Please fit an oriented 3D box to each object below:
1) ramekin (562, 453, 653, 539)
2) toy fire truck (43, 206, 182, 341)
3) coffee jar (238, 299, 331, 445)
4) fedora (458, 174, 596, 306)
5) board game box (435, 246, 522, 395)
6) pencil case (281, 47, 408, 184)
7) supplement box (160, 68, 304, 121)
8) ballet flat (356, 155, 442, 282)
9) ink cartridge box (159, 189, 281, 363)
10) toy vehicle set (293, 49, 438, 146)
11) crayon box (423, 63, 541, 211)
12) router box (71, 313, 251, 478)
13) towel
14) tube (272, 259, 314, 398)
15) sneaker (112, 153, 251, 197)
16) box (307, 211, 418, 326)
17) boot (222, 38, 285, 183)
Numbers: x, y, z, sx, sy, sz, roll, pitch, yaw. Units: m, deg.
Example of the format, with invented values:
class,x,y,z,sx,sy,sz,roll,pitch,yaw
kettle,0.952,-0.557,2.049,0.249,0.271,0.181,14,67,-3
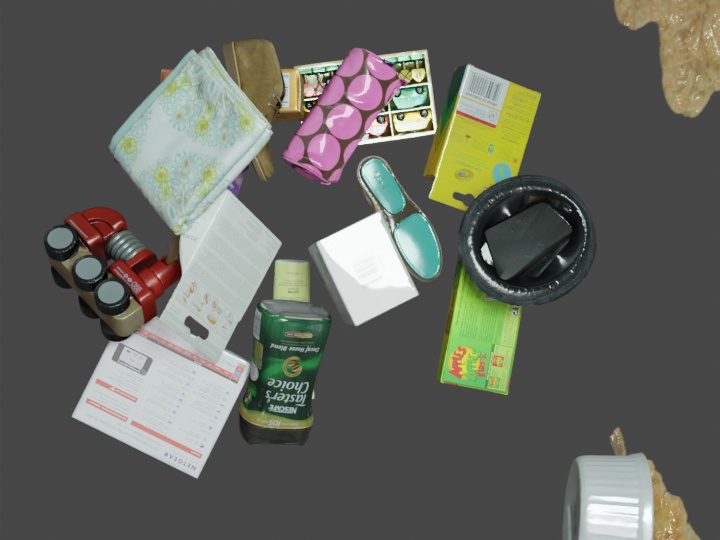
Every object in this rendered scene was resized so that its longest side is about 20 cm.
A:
class,x,y,z,sx,sy,sz,roll,pitch,yaw
ramekin,0.344,0.354,1.714,0.097,0.200,0.202,5,88,2
toy fire truck,-0.313,-0.033,1.681,0.200,0.129,0.176,-37,66,-25
coffee jar,-0.107,0.146,1.694,0.104,0.085,0.201,4,106,-23
fedora,0.227,-0.035,1.715,0.199,0.092,0.202,2,77,-7
board game box,0.179,0.072,1.775,0.101,0.048,0.202,11,87,-5
pencil case,-0.023,-0.214,1.717,0.093,0.091,0.201,35,88,-11
supplement box,-0.180,-0.247,1.725,0.198,0.067,0.069,2,86,2
ballet flat,0.056,-0.075,1.757,0.068,0.067,0.201,-27,92,-12
ink cartridge box,-0.202,0.006,1.673,0.050,0.161,0.201,20,75,32
toy vehicle set,0.007,-0.246,1.776,0.198,0.027,0.125,-9,90,-6
crayon box,0.171,-0.181,1.767,0.126,0.051,0.201,19,87,-19
router box,-0.278,0.168,1.727,0.199,0.049,0.180,28,86,-4
towel,-0.226,-0.175,1.616,0.200,0.048,0.171,-46,64,13
tube,-0.099,0.085,1.749,0.058,0.052,0.202,7,97,33
sneaker,-0.254,-0.140,1.728,0.199,0.081,0.089,8,112,0
box,0.000,0.000,1.682,0.097,0.200,0.125,-26,92,-6
boot,-0.133,-0.220,1.656,0.075,0.074,0.202,-11,83,-4
